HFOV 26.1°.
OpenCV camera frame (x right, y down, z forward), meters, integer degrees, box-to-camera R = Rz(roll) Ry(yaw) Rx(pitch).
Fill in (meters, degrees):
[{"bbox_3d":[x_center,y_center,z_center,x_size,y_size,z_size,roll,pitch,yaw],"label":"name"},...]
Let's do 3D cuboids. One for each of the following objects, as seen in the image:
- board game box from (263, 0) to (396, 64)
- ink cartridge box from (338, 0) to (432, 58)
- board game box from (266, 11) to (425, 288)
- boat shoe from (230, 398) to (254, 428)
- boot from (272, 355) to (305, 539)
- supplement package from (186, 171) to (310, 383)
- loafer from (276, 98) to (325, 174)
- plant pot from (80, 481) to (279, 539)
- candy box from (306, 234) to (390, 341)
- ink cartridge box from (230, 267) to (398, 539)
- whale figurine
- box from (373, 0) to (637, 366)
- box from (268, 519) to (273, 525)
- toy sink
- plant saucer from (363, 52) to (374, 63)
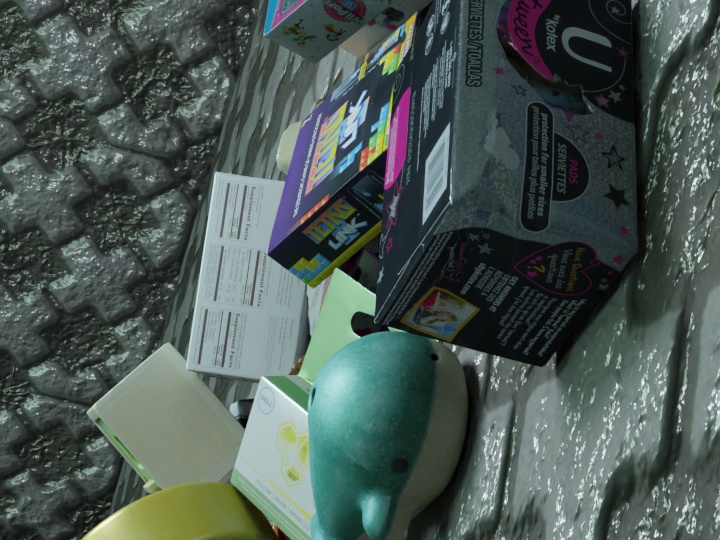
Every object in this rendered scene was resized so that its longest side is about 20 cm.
[{"bbox_3d":[-0.001,-0.302,1.416,0.200,0.064,0.148,-33,42,46],"label":"board game box"},{"bbox_3d":[0.013,-0.292,1.525,0.200,0.068,0.115,-30,43,49],"label":"ink cartridge box"},{"bbox_3d":[0.004,-0.105,1.319,0.165,0.057,0.200,-39,25,32],"label":"board game box"},{"bbox_3d":[-0.109,0.174,1.709,0.200,0.070,0.066,156,110,-72],"label":"boat shoe"},{"bbox_3d":[-0.048,0.174,1.392,0.107,0.075,0.200,112,166,-55],"label":"boot"},{"bbox_3d":[-0.101,0.015,1.606,0.156,0.111,0.201,60,-142,-83],"label":"supplement package"},{"bbox_3d":[-0.052,-0.126,1.626,0.200,0.068,0.076,105,179,-73],"label":"loafer"},{"bbox_3d":[-0.130,0.309,1.273,0.189,0.200,0.201,53,136,35],"label":"plant pot"},{"bbox_3d":[0.000,0.000,1.387,0.200,0.061,0.137,-98,25,-63],"label":"candy box"},{"bbox_3d":[-0.024,0.116,1.241,0.145,0.048,0.201,35,116,44],"label":"ink cartridge box"},{"bbox_3d":[-0.002,0.133,1.102,0.159,0.104,0.200,-95,28,-57],"label":"whale figurine"},{"bbox_3d":[0.087,-0.069,0.913,0.132,0.114,0.200,121,159,-52],"label":"box"},{"bbox_3d":[-0.138,0.311,1.519,0.200,0.041,0.119,-23,-46,-66],"label":"box"},{"bbox_3d":[-0.186,0.191,1.642,0.112,0.200,0.130,-42,3,-15],"label":"toy sink"},{"bbox_3d":[-0.003,-0.116,1.551,0.200,0.032,0.201,-165,90,-89],"label":"plant saucer"}]
